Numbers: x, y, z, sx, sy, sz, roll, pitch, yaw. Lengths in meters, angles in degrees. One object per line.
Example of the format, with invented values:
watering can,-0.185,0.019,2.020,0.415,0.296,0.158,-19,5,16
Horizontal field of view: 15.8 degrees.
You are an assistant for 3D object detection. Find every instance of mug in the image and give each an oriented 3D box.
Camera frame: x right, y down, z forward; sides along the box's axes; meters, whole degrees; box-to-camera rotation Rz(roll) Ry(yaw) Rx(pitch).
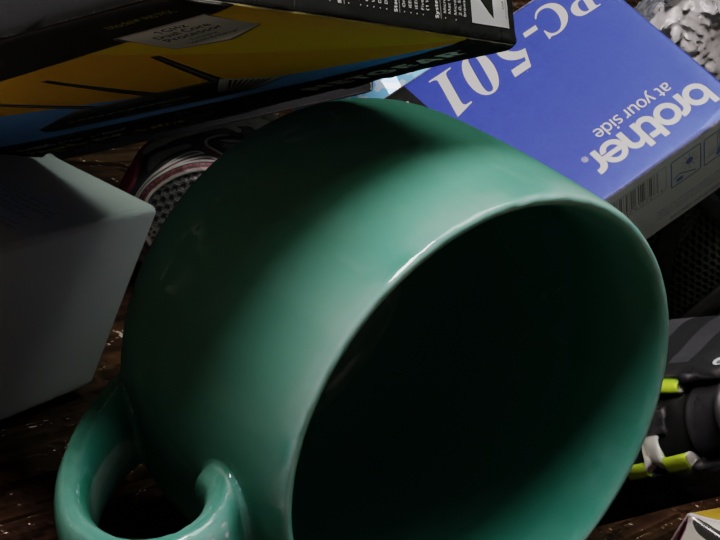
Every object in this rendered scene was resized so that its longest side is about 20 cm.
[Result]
mug,-0.009,0.023,0.789,0.185,0.153,0.114,6,19,-45

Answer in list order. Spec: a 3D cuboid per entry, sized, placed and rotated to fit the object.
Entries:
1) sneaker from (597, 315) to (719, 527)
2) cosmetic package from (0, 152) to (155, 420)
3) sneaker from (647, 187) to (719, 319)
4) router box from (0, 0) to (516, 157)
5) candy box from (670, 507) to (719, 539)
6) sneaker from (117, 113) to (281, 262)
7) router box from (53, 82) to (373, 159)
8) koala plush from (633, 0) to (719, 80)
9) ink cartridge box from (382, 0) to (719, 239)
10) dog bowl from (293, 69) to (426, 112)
sneaker,0.107,0.044,0.872,0.199,0.072,0.083,-12,-8,5
cosmetic package,-0.156,0.002,0.802,0.101,0.072,0.200,26,16,16
sneaker,0.144,0.022,1.048,0.114,0.200,0.076,-12,24,19
router box,-0.078,-0.075,0.753,0.199,0.051,0.149,-10,-8,39
candy box,0.202,0.146,0.845,0.200,0.061,0.136,31,17,28
sneaker,0.000,0.000,1.015,0.199,0.081,0.075,21,18,-10
router box,-0.095,-0.092,1.050,0.199,0.052,0.157,-12,16,4
koala plush,0.144,-0.053,1.164,0.183,0.201,0.177,26,16,13
ink cartridge box,0.037,-0.024,0.956,0.200,0.044,0.094,-34,57,-18
dog bowl,0.047,-0.059,1.238,0.200,0.112,0.050,3,39,-52
